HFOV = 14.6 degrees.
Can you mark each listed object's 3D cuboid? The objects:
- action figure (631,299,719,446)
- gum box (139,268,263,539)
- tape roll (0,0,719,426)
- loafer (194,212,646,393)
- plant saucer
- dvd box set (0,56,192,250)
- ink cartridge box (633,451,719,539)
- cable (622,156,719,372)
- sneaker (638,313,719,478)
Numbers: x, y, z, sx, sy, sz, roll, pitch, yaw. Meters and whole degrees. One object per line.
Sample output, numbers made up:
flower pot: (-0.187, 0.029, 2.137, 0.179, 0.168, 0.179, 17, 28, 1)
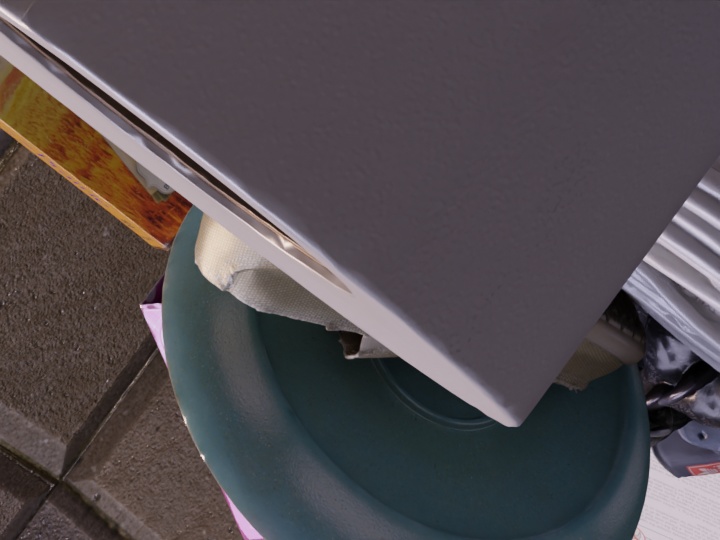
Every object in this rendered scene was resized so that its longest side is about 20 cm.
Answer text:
action figure: (0.131, 0.027, 1.114, 0.119, 0.102, 0.200, 46, 149, -8)
gum box: (0.000, 0.000, 1.121, 0.066, 0.200, 0.114, -4, 123, 30)
tape roll: (-0.005, -0.081, 0.612, 0.202, 0.140, 0.203, 37, 176, 3)
loafer: (0.019, -0.004, 0.947, 0.199, 0.068, 0.076, 25, -147, -41)
plant saucer: (0.024, 0.032, 0.992, 0.200, 0.201, 0.027, 37, 137, -6)
dvd box set: (-0.112, -0.125, 1.100, 0.200, 0.147, 0.029, 39, 172, -20)
ink cartridge box: (0.139, 0.090, 1.417, 0.161, 0.050, 0.201, 23, 146, 26)
cable: (0.115, -0.017, 0.871, 0.200, 0.069, 0.200, 38, 178, -14)
sneaker: (0.182, 0.070, 1.244, 0.200, 0.085, 0.075, 35, 176, 31)
